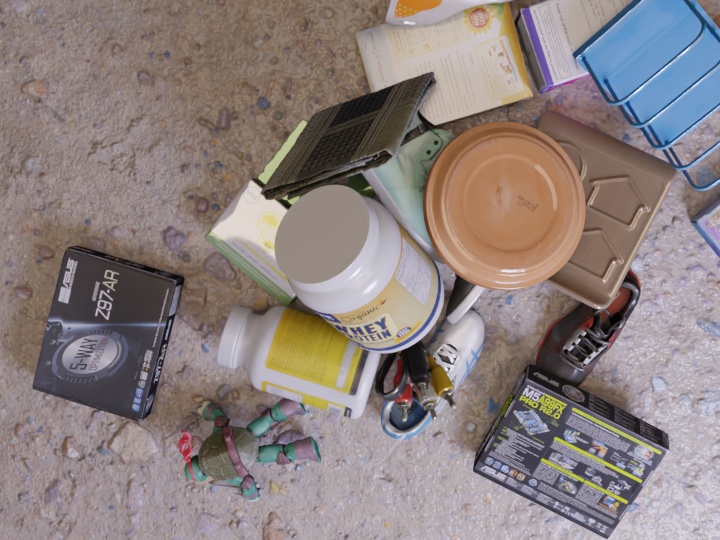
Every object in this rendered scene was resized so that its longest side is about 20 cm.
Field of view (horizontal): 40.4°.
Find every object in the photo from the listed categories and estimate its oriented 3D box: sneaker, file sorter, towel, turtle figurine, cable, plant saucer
[{"bbox_3d":[0.087,-0.108,1.231,0.118,0.074,0.201,-34,105,15],"label":"sneaker"},{"bbox_3d":[0.130,-0.040,1.202,0.099,0.071,0.201,28,87,-2],"label":"sneaker"},{"bbox_3d":[0.370,-0.208,1.118,0.199,0.123,0.139,33,119,-33],"label":"file sorter"},{"bbox_3d":[-0.011,-0.156,1.171,0.191,0.200,0.035,-14,121,32],"label":"towel"},{"bbox_3d":[0.285,0.082,1.242,0.077,0.082,0.201,32,97,2],"label":"sneaker"},{"bbox_3d":[-0.160,0.240,1.295,0.199,0.101,0.151,-20,93,1],"label":"turtle figurine"},{"bbox_3d":[0.062,0.098,1.251,0.096,0.050,0.201,-14,55,10],"label":"cable"},{"bbox_3d":[0.097,0.138,1.271,0.072,0.072,0.201,34,96,3],"label":"sneaker"},{"bbox_3d":[0.173,-0.077,1.159,0.199,0.032,0.202,1,87,-10],"label":"plant saucer"}]

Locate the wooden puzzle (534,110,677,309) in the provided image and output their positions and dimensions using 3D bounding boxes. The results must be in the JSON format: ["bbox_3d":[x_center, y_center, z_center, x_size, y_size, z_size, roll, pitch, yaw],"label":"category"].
[{"bbox_3d":[0.272,-0.076,1.233,0.184,0.046,0.201,28,93,19],"label":"wooden puzzle"}]

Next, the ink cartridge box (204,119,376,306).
[{"bbox_3d":[-0.088,-0.076,1.283,0.145,0.048,0.200,39,100,2],"label":"ink cartridge box"}]

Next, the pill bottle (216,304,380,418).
[{"bbox_3d":[-0.078,0.111,1.264,0.199,0.112,0.113,17,96,4],"label":"pill bottle"}]

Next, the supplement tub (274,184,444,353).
[{"bbox_3d":[0.000,0.000,1.148,0.143,0.200,0.145,-13,60,24],"label":"supplement tub"}]

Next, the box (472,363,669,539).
[{"bbox_3d":[0.267,0.233,1.253,0.199,0.044,0.161,26,115,3],"label":"box"}]

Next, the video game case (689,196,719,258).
[{"bbox_3d":[0.549,-0.043,1.224,0.181,0.045,0.200,-39,90,6],"label":"video game case"}]

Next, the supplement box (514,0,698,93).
[{"bbox_3d":[0.302,-0.300,1.197,0.199,0.101,0.104,-20,93,7],"label":"supplement box"}]

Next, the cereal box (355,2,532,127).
[{"bbox_3d":[0.106,-0.261,1.250,0.198,0.040,0.145,-15,93,8],"label":"cereal box"}]

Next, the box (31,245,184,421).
[{"bbox_3d":[-0.340,0.084,1.321,0.159,0.044,0.202,17,97,3],"label":"box"}]

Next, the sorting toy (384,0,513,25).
[{"bbox_3d":[0.129,-0.407,1.198,0.178,0.107,0.202,4,83,-10],"label":"sorting toy"}]
